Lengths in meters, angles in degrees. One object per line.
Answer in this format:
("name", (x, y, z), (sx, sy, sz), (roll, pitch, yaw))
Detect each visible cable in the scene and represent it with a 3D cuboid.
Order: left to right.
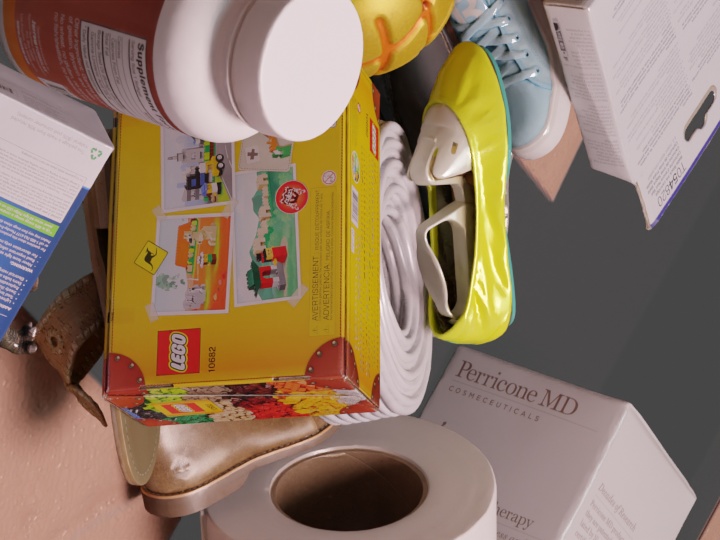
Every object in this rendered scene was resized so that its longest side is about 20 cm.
("cable", (0.000, 0.000, 1.451), (0.200, 0.069, 0.202), (59, 29, -58))

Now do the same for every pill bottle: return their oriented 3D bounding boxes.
("pill bottle", (-0.100, -0.136, 1.235), (0.112, 0.199, 0.113), (-26, 125, -44))

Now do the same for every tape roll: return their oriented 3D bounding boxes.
("tape roll", (-0.006, 0.204, 1.508), (0.202, 0.202, 0.140), (-29, 127, -42))

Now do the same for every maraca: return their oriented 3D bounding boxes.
("maraca", (-0.005, -0.173, 1.407), (0.137, 0.107, 0.200), (-52, 174, 40))

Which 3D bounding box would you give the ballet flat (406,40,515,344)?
("ballet flat", (0.063, -0.047, 1.462), (0.067, 0.067, 0.202), (-12, 104, -33))

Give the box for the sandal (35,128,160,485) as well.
("sandal", (-0.167, 0.024, 1.341), (0.078, 0.069, 0.214), (4, 81, -76))

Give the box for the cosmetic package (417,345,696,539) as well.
("cosmetic package", (0.123, 0.198, 1.701), (0.201, 0.166, 0.166), (-60, 142, -15))

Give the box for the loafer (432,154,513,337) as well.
("loafer", (0.073, -0.053, 1.615), (0.063, 0.071, 0.202), (-115, -142, -78))

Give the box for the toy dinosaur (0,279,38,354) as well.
("toy dinosaur", (-0.226, -0.006, 1.247), (0.101, 0.077, 0.201), (8, 112, -21))

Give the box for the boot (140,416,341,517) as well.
("boot", (-0.070, 0.086, 1.488), (0.199, 0.073, 0.076), (-31, 118, -39))

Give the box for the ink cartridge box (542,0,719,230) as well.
("ink cartridge box", (0.208, -0.167, 1.557), (0.200, 0.040, 0.201), (-53, 138, -33))

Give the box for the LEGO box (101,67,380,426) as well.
("LEGO box", (-0.067, -0.018, 1.305), (0.077, 0.148, 0.202), (47, 42, -67))

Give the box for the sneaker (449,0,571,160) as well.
("sneaker", (0.084, -0.172, 1.526), (0.082, 0.074, 0.202), (10, 59, -46))

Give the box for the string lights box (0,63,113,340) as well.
("string lights box", (-0.225, -0.011, 1.166), (0.102, 0.059, 0.201), (26, 105, -27))

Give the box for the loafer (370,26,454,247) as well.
("loafer", (0.057, -0.094, 1.530), (0.072, 0.072, 0.202), (-21, 104, -15))
